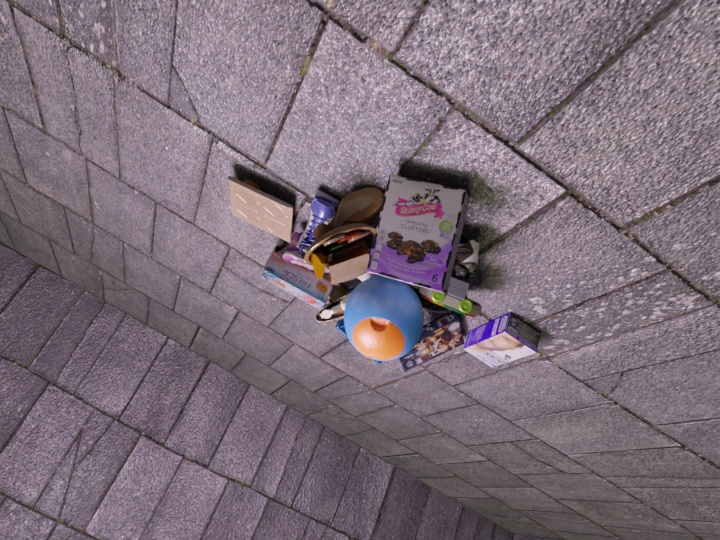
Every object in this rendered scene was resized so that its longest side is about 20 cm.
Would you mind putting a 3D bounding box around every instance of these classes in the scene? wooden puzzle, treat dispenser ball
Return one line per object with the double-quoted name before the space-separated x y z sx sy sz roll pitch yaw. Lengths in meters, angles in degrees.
"wooden puzzle" -0.257 -0.167 1.417 0.181 0.047 0.201 26 156 3
"treat dispenser ball" 0.056 0.115 1.299 0.196 0.204 0.203 19 151 11

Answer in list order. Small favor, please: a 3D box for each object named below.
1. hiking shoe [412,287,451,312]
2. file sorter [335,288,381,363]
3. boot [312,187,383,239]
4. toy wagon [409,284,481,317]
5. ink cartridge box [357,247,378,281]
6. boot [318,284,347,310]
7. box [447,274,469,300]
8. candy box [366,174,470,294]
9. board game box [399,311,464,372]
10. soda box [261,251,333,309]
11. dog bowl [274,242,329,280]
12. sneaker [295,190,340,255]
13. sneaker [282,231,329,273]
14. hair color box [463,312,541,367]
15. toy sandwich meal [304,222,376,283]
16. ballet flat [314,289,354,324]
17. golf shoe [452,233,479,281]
"hiking shoe" 0.159 0.061 1.424 0.194 0.078 0.101 17 180 9
"file sorter" 0.050 0.159 1.593 0.199 0.141 0.121 42 144 -26
"boot" -0.011 -0.117 1.266 0.198 0.072 0.143 -32 162 17
"toy wagon" 0.194 0.057 1.289 0.195 0.041 0.155 21 -174 5
"ink cartridge box" 0.000 0.000 1.427 0.144 0.048 0.202 37 154 18
"boot" -0.085 0.115 1.676 0.141 0.072 0.201 -7 144 39
"box" 0.158 0.007 1.231 0.152 0.042 0.200 21 -174 -1
"candy box" 0.117 -0.074 1.086 0.163 0.206 0.071 14 180 20
"board game box" 0.195 0.204 1.520 0.196 0.035 0.137 -26 140 0
"soda box" -0.177 0.030 1.514 0.196 0.070 0.064 29 154 -6
"dog bowl" -0.184 0.002 1.611 0.195 0.060 0.202 21 150 12
"sneaker" -0.104 -0.095 1.328 0.079 0.117 0.201 24 151 0
"sneaker" -0.127 -0.049 1.468 0.079 0.091 0.198 2 165 36
"hair color box" 0.380 0.193 1.451 0.108 0.066 0.200 31 149 -9
"toy sandwich meal" -0.038 -0.035 1.230 0.200 0.072 0.206 -21 164 -6
"ballet flat" -0.053 0.107 1.514 0.197 0.070 0.075 -27 170 33
"golf shoe" 0.199 -0.049 1.213 0.076 0.097 0.198 10 -170 -37
